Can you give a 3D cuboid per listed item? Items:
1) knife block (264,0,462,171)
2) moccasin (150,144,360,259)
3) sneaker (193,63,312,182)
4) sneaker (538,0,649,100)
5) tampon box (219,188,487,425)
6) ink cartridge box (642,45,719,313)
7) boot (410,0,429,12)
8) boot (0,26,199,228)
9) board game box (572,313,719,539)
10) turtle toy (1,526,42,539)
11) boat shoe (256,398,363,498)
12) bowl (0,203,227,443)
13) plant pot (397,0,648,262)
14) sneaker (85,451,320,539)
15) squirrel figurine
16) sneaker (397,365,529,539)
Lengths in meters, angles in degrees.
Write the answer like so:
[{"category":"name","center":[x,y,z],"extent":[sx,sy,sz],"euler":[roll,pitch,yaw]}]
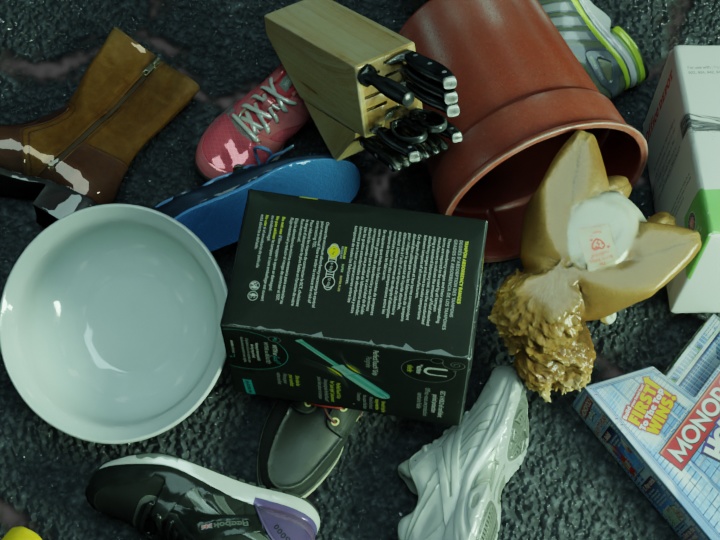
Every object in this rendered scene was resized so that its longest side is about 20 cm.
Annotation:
[{"category":"knife block","center":[0.007,-0.175,1.430],"extent":[0.064,0.176,0.201],"euler":[-24,81,-25]},{"category":"moccasin","center":[-0.100,-0.073,1.500],"extent":[0.199,0.081,0.068],"euler":[-14,31,-22]},{"category":"sneaker","center":[-0.077,-0.159,1.545],"extent":[0.200,0.087,0.074],"euler":[-40,75,-18]},{"category":"sneaker","center":[0.184,-0.235,1.610],"extent":[0.081,0.074,0.200],"euler":[-41,75,-15]},{"category":"tampon box","center":[-0.002,0.032,1.374],"extent":[0.199,0.150,0.127],"euler":[8,65,4]},{"category":"ink cartridge box","center":[0.320,-0.083,1.505],"extent":[0.083,0.146,0.201],"euler":[-1,61,-5]},{"category":"boot","center":[0.131,-0.324,1.567],"extent":[0.157,0.212,0.079],"euler":[15,24,19]},{"category":"boot","center":[-0.276,-0.152,1.536],"extent":[0.188,0.069,0.200],"euler":[30,68,8]},{"category":"board game box","center":[0.300,0.135,1.472],"extent":[0.200,0.062,0.200],"euler":[38,70,9]},{"category":"turtle toy","center":[-0.299,0.282,1.329],"extent":[0.200,0.101,0.146],"euler":[41,61,-5]},{"category":"boat shoe","center":[-0.030,0.109,1.455],"extent":[0.073,0.063,0.202],"euler":[29,70,5]},{"category":"bowl","center":[-0.202,0.046,1.433],"extent":[0.200,0.090,0.202],"euler":[0,87,6]},{"category":"plant pot","center":[0.129,-0.145,1.512],"extent":[0.200,0.201,0.196],"euler":[-17,62,-12]},{"category":"sneaker","center":[-0.136,0.215,1.379],"extent":[0.199,0.076,0.088],"euler":[13,44,1]},{"category":"squirrel figurine","center":[0.183,0.007,1.449],"extent":[0.141,0.187,0.200],"euler":[36,82,6]},{"category":"sneaker","center":[0.084,0.161,1.436],"extent":[0.099,0.078,0.201],"euler":[8,53,23]}]
